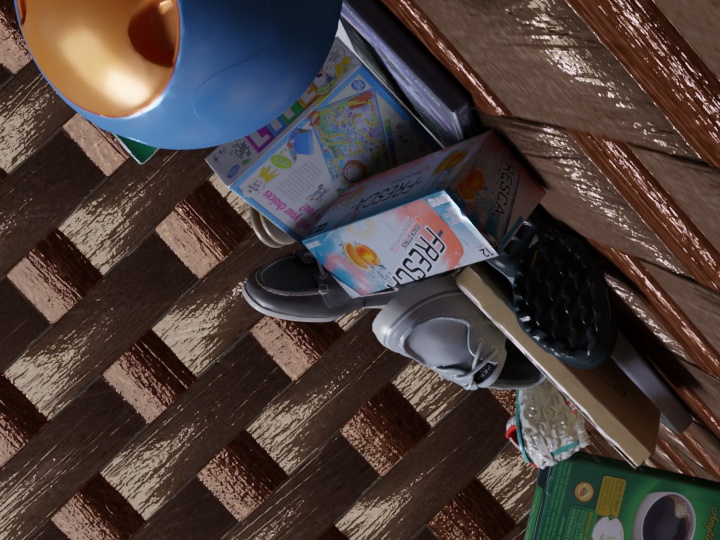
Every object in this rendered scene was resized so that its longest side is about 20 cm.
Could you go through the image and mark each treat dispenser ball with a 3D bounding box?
[{"bbox_3d":[-0.109,-0.174,1.167,0.201,0.201,0.201,47,179,1],"label":"treat dispenser ball"}]

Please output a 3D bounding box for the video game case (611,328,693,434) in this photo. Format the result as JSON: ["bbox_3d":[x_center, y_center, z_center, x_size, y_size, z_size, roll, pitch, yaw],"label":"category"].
[{"bbox_3d":[0.192,0.040,1.689,0.200,0.023,0.182,47,179,-30],"label":"video game case"}]

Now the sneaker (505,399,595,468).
[{"bbox_3d":[0.169,0.113,1.729,0.067,0.108,0.201,47,179,-11],"label":"sneaker"}]

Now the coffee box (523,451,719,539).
[{"bbox_3d":[0.240,0.228,1.636,0.199,0.124,0.044,11,-175,-9],"label":"coffee box"}]

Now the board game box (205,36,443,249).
[{"bbox_3d":[-0.020,-0.086,1.487,0.034,0.134,0.200,50,-175,28],"label":"board game box"}]

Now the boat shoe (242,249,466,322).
[{"bbox_3d":[0.000,0.000,1.522,0.199,0.057,0.067,0,-142,-33],"label":"boat shoe"}]

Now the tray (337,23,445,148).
[{"bbox_3d":[0.006,-0.140,1.597,0.107,0.022,0.200,-12,130,45],"label":"tray"}]

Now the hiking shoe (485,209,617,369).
[{"bbox_3d":[0.151,0.013,1.428,0.087,0.074,0.200,39,-167,-33],"label":"hiking shoe"}]

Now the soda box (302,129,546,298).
[{"bbox_3d":[0.043,-0.038,1.403,0.064,0.068,0.200,48,151,-15],"label":"soda box"}]

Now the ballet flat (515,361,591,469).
[{"bbox_3d":[0.160,0.080,1.628,0.072,0.071,0.201,48,-153,-42],"label":"ballet flat"}]

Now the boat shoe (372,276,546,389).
[{"bbox_3d":[0.088,0.056,1.508,0.200,0.070,0.072,12,-146,-54],"label":"boat shoe"}]

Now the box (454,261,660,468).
[{"bbox_3d":[0.160,0.061,1.528,0.200,0.021,0.163,46,-166,2],"label":"box"}]

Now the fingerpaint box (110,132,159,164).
[{"bbox_3d":[-0.135,-0.193,1.482,0.073,0.200,0.167,49,179,-26],"label":"fingerpaint box"}]

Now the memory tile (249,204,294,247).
[{"bbox_3d":[-0.027,-0.088,1.641,0.199,0.017,0.154,4,-106,-50],"label":"memory tile"}]

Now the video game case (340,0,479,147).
[{"bbox_3d":[0.034,-0.144,1.414,0.143,0.019,0.200,47,178,12],"label":"video game case"}]
